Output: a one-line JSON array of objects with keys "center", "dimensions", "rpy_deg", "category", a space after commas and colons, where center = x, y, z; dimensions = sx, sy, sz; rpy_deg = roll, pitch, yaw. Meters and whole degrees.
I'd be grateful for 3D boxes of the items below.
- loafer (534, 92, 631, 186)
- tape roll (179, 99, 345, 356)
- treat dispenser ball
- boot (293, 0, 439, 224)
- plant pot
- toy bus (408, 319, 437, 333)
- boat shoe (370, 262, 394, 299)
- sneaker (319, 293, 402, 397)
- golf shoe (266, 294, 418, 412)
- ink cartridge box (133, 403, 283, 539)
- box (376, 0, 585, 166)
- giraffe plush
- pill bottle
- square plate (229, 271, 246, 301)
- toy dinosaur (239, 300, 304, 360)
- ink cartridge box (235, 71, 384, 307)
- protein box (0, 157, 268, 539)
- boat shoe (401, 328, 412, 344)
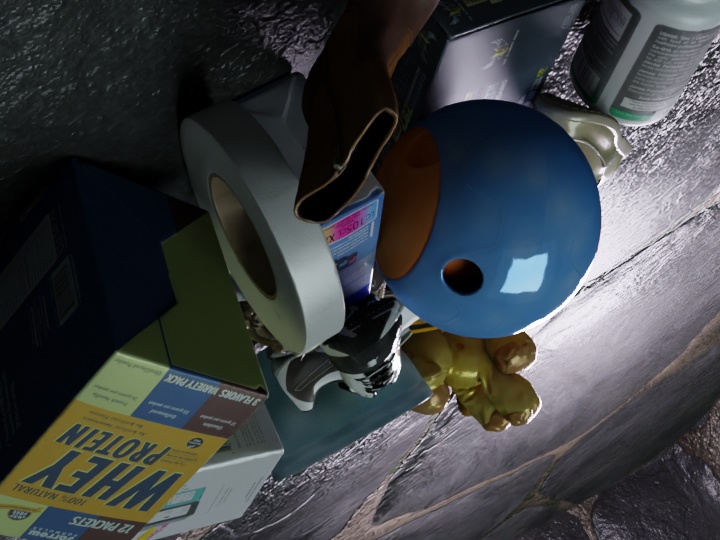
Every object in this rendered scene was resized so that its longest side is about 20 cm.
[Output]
[{"center": [0.215, -0.120, 1.228], "dimensions": [0.200, 0.075, 0.069], "rpy_deg": [17, 97, -61], "category": "loafer"}, {"center": [-0.077, -0.032, 0.963], "dimensions": [0.037, 0.203, 0.203], "rpy_deg": [-28, 157, -17], "category": "tape roll"}, {"center": [0.105, -0.044, 1.066], "dimensions": [0.200, 0.201, 0.201], "rpy_deg": [-29, 157, -14], "category": "treat dispenser ball"}, {"center": [0.009, -0.151, 0.871], "dimensions": [0.188, 0.068, 0.201], "rpy_deg": [-47, -161, 24], "category": "boot"}, {"center": [-0.037, 0.124, 1.378], "dimensions": [0.199, 0.135, 0.200], "rpy_deg": [-28, 176, -2], "category": "plant pot"}, {"center": [0.116, 0.004, 1.388], "dimensions": [0.065, 0.079, 0.200], "rpy_deg": [-11, -169, 34], "category": "toy bus"}, {"center": [0.000, 0.000, 1.198], "dimensions": [0.198, 0.073, 0.073], "rpy_deg": [-13, 146, -20], "category": "boat shoe"}, {"center": [0.010, 0.068, 1.060], "dimensions": [0.073, 0.081, 0.200], "rpy_deg": [-24, -177, 1], "category": "sneaker"}, {"center": [0.007, 0.075, 1.272], "dimensions": [0.199, 0.095, 0.078], "rpy_deg": [-24, 174, -1], "category": "golf shoe"}, {"center": [-0.207, 0.165, 1.201], "dimensions": [0.199, 0.147, 0.146], "rpy_deg": [-8, 148, -31], "category": "ink cartridge box"}, {"center": [0.102, -0.176, 1.125], "dimensions": [0.157, 0.051, 0.201], "rpy_deg": [-22, 154, -27], "category": "box"}, {"center": [0.110, 0.117, 1.567], "dimensions": [0.161, 0.202, 0.172], "rpy_deg": [-14, 174, -31], "category": "giraffe plush"}, {"center": [0.279, -0.239, 1.171], "dimensions": [0.112, 0.113, 0.201], "rpy_deg": [-23, 155, -26], "category": "pill bottle"}, {"center": [-0.098, 0.014, 1.249], "dimensions": [0.197, 0.029, 0.200], "rpy_deg": [-27, 156, -19], "category": "square plate"}, {"center": [-0.095, 0.043, 1.170], "dimensions": [0.200, 0.100, 0.059], "rpy_deg": [1, 103, -74], "category": "toy dinosaur"}, {"center": [-0.049, -0.046, 1.057], "dimensions": [0.076, 0.137, 0.200], "rpy_deg": [-27, 156, -16], "category": "ink cartridge box"}, {"center": [-0.201, 0.067, 0.948], "dimensions": [0.134, 0.199, 0.200], "rpy_deg": [21, 123, -40], "category": "protein box"}, {"center": [0.029, 0.056, 1.469], "dimensions": [0.200, 0.071, 0.064], "rpy_deg": [-48, 168, 28], "category": "boat shoe"}]
